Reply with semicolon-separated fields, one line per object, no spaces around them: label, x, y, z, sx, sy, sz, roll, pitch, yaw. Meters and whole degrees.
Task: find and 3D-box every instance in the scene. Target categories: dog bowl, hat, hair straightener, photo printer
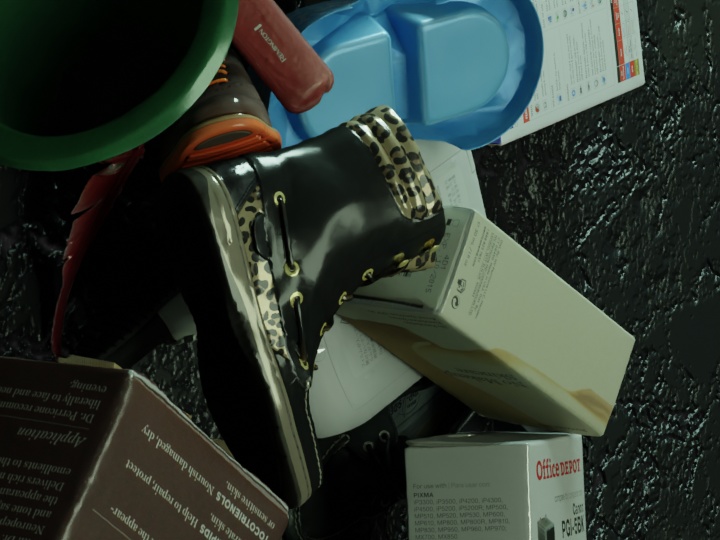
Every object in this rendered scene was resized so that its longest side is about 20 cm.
dog bowl;0.017;-0.122;1.772;0.200;0.050;0.112;-18;117;-28
hat;-0.131;-0.086;1.617;0.176;0.200;0.166;54;16;-56
hair straightener;-0.093;-0.173;1.672;0.041;0.077;0.200;-45;99;3
photo printer;0.000;0.000;1.825;0.200;0.069;0.167;-37;122;-43

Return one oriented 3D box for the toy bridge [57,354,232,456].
toy bridge;-0.131;0.088;1.668;0.200;0.067;0.027;41;61;-63

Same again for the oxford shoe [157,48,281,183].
oxford shoe;-0.089;-0.090;1.650;0.071;0.200;0.073;-15;90;-5

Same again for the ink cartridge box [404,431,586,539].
ink cartridge box;0.089;0.202;1.802;0.147;0.083;0.201;0;87;-72

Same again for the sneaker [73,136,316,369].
sneaker;-0.072;0.016;1.676;0.200;0.074;0.089;-38;111;-14

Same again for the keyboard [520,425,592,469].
keyboard;0.130;0.059;1.996;0.200;0.021;0.127;45;44;-61

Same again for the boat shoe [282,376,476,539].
boat shoe;0.018;0.116;1.862;0.199;0.066;0.075;-37;120;-44

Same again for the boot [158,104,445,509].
boot;-0.020;0.016;1.600;0.150;0.073;0.201;-26;105;-32

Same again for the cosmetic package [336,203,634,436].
cosmetic package;0.072;0.029;1.782;0.200;0.105;0.071;36;68;-46

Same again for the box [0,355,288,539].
box;-0.174;0.168;1.544;0.164;0.166;0.200;46;59;-45

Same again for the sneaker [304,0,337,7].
sneaker;-0.017;-0.222;1.780;0.070;0.093;0.200;-26;144;-17

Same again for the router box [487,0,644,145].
router box;0.117;-0.203;1.970;0.179;0.049;0.201;-23;112;-48
